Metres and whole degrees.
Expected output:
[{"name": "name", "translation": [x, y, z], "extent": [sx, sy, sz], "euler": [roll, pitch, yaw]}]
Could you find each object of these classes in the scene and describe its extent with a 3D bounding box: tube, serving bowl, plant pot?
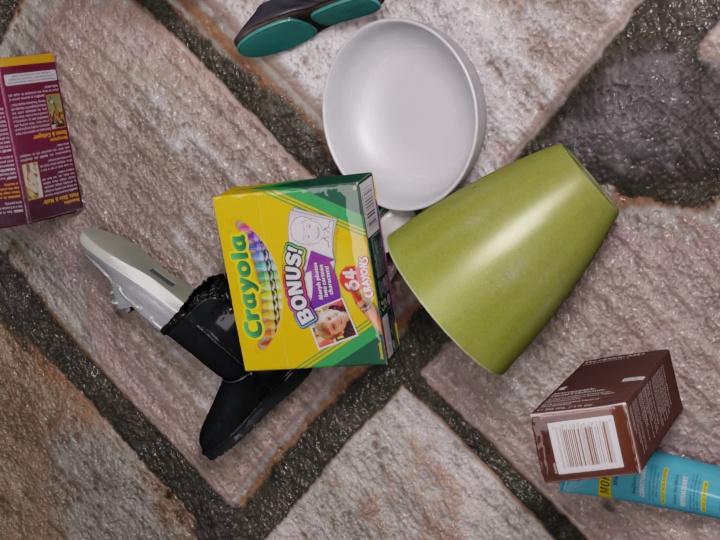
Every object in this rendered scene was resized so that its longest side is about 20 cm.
[{"name": "tube", "translation": [0.307, 0.219, 1.358], "extent": [0.198, 0.050, 0.079], "euler": [9, 98, 29]}, {"name": "serving bowl", "translation": [0.056, -0.168, 1.365], "extent": [0.198, 0.065, 0.203], "euler": [9, 106, 35]}, {"name": "plant pot", "translation": [0.160, -0.030, 1.309], "extent": [0.200, 0.187, 0.188], "euler": [-42, 83, 13]}]

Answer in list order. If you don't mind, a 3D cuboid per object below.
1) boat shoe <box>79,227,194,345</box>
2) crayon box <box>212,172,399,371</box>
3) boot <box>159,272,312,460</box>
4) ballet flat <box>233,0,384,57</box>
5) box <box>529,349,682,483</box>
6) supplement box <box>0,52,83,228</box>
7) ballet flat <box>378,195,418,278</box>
[{"name": "boat shoe", "translation": [-0.275, 0.024, 1.574], "extent": [0.200, 0.070, 0.072], "euler": [35, 109, 11]}, {"name": "crayon box", "translation": [-0.058, 0.004, 1.394], "extent": [0.170, 0.058, 0.203], "euler": [-5, 104, 20]}, {"name": "boot", "translation": [-0.169, 0.112, 1.519], "extent": [0.162, 0.074, 0.198], "euler": [43, 111, -11]}, {"name": "ballet flat", "translation": [-0.057, -0.294, 1.403], "extent": [0.198, 0.073, 0.074], "euler": [-15, 96, 34]}, {"name": "box", "translation": [0.250, 0.142, 1.276], "extent": [0.099, 0.200, 0.076], "euler": [-11, 95, 26]}, {"name": "supplement box", "translation": [-0.426, -0.161, 1.581], "extent": [0.085, 0.110, 0.203], "euler": [-4, 100, 27]}, {"name": "ballet flat", "translation": [0.000, 0.000, 1.446], "extent": [0.070, 0.069, 0.200], "euler": [47, 116, 9]}]
